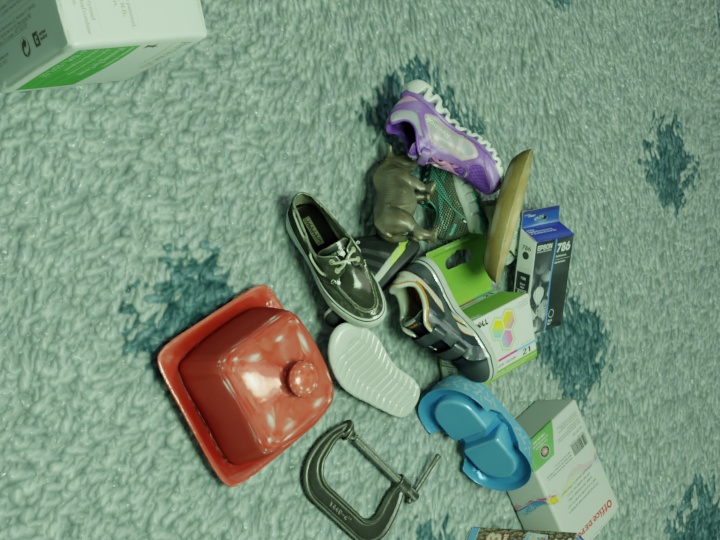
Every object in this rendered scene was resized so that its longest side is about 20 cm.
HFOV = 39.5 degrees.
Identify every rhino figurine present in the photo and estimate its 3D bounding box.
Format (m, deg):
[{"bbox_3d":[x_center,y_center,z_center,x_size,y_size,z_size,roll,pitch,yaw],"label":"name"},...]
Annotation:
[{"bbox_3d":[0.060,-0.115,1.424,0.087,0.060,0.200,7,50,-8],"label":"rhino figurine"}]

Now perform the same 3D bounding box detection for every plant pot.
[{"bbox_3d":[0.211,-0.080,1.447,0.200,0.027,0.201,16,90,-80],"label":"plant pot"}]

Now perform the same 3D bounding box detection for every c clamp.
[{"bbox_3d":[0.009,0.277,1.372,0.200,0.027,0.171,42,63,-28],"label":"c clamp"}]

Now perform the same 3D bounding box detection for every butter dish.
[{"bbox_3d":[-0.107,0.134,1.215,0.199,0.148,0.200,-35,105,-38],"label":"butter dish"}]

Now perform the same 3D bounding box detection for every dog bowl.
[{"bbox_3d":[0.172,0.232,1.455,0.200,0.111,0.050,48,41,-13],"label":"dog bowl"}]

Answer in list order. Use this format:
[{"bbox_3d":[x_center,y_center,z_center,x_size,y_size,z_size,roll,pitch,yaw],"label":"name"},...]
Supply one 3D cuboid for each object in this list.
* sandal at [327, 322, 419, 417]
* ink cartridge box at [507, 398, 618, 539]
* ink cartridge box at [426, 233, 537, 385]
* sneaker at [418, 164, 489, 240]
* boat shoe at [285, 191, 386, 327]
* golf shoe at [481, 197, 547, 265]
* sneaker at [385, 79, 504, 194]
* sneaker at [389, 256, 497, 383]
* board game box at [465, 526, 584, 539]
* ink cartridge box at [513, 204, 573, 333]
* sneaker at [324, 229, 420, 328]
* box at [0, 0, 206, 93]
[{"bbox_3d":[0.008,0.142,1.380,0.083,0.050,0.203,-55,130,-16],"label":"sandal"},{"bbox_3d":[0.303,0.323,1.569,0.145,0.084,0.200,-32,102,-39],"label":"ink cartridge box"},{"bbox_3d":[0.180,0.054,1.495,0.148,0.076,0.201,-22,110,-41],"label":"ink cartridge box"},{"bbox_3d":[0.121,-0.133,1.506,0.078,0.091,0.200,43,28,-60],"label":"sneaker"},{"bbox_3d":[-0.034,-0.014,1.312,0.071,0.064,0.200,-33,78,-18],"label":"boat shoe"},{"bbox_3d":[0.228,-0.059,1.584,0.200,0.078,0.098,11,81,-37],"label":"golf shoe"},{"bbox_3d":[0.112,-0.172,1.417,0.200,0.081,0.088,44,63,4],"label":"sneaker"},{"bbox_3d":[0.109,0.084,1.400,0.079,0.078,0.200,-34,90,-37],"label":"sneaker"},{"bbox_3d":[0.258,0.453,1.430,0.159,0.200,0.097,46,55,-25],"label":"board game box"},{"bbox_3d":[0.290,0.000,1.600,0.099,0.039,0.201,-13,113,-40],"label":"ink cartridge box"},{"bbox_3d":[0.000,0.000,1.400,0.083,0.072,0.200,41,55,8],"label":"sneaker"},{"bbox_3d":[-0.307,-0.317,1.094,0.171,0.199,0.201,-18,95,-41],"label":"box"}]
